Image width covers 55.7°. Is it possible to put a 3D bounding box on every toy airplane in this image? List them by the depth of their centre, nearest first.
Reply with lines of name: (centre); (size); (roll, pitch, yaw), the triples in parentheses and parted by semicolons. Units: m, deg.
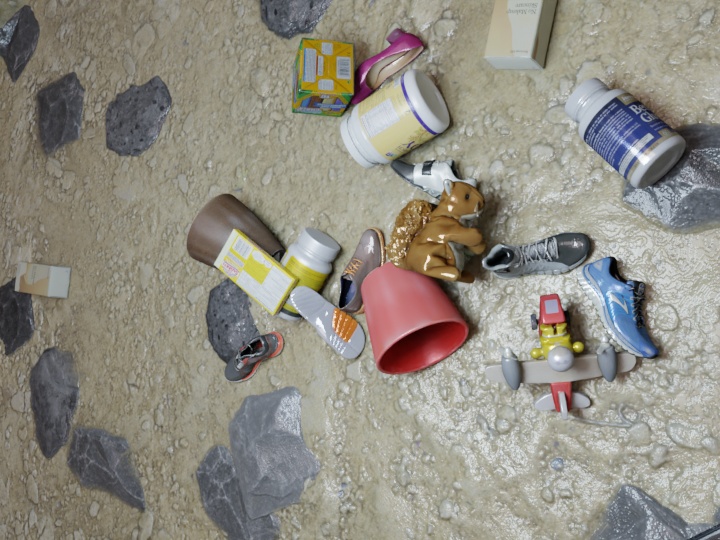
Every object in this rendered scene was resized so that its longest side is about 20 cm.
toy airplane: (0.351, 0.168, 1.211); (0.199, 0.141, 0.200); (40, 95, 12)

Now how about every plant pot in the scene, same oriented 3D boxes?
plant pot: (0.096, 0.085, 1.380); (0.200, 0.200, 0.178); (-39, 55, 25)
plant pot: (-0.288, -0.060, 1.668); (0.200, 0.187, 0.187); (31, 103, 19)

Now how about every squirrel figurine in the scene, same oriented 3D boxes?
squirrel figurine: (0.145, -0.084, 1.304); (0.200, 0.141, 0.187); (14, 93, 29)

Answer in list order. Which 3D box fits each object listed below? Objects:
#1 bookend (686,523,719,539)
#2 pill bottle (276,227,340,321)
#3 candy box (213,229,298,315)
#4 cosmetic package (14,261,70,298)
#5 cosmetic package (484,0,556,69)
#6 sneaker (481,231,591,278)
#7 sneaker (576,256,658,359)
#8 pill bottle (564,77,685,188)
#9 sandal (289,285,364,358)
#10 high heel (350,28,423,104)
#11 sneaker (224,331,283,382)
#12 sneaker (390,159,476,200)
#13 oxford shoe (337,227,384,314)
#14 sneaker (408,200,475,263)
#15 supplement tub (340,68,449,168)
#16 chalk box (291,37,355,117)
bookend: (0.551, 0.504, 1.004); (0.092, 0.200, 0.199); (-41, 65, 24)
pill bottle: (-0.137, 0.008, 1.582); (0.114, 0.114, 0.200); (42, 109, 30)
candy box: (-0.240, 0.002, 1.553); (0.200, 0.026, 0.102); (39, 109, 19)
cosmetic package: (-1.038, 0.029, 2.223); (0.200, 0.071, 0.105); (3, 87, 35)
cosmetic package: (0.319, -0.504, 1.338); (0.105, 0.071, 0.200); (11, 91, 34)
sneaker: (0.320, -0.026, 1.269); (0.200, 0.115, 0.075); (-18, 75, 32)
sneaker: (0.461, 0.061, 1.187); (0.089, 0.078, 0.200); (-38, 65, 28)
pill bottle: (0.458, -0.248, 1.200); (0.111, 0.111, 0.200); (-48, 62, 21)
sandal: (-0.074, 0.113, 1.543); (0.207, 0.059, 0.079); (44, 78, 1)
high heel: (0.054, -0.446, 1.522); (0.200, 0.067, 0.096); (-55, 49, 13)
sneaker: (-0.282, 0.209, 1.678); (0.200, 0.082, 0.077); (-39, 65, 25)
sneaker: (0.157, -0.201, 1.430); (0.200, 0.074, 0.089); (31, 103, 23)
oxford shoe: (0.000, 0.000, 1.512); (0.071, 0.073, 0.200); (15, 93, 35)
sneaker: (0.158, -0.073, 1.416); (0.200, 0.077, 0.089); (46, 118, 31)
supplement tub: (0.072, -0.318, 1.453); (0.200, 0.145, 0.146); (-27, 70, 30)
chalk box: (-0.092, -0.432, 1.566); (0.200, 0.124, 0.125); (155, 116, -76)
